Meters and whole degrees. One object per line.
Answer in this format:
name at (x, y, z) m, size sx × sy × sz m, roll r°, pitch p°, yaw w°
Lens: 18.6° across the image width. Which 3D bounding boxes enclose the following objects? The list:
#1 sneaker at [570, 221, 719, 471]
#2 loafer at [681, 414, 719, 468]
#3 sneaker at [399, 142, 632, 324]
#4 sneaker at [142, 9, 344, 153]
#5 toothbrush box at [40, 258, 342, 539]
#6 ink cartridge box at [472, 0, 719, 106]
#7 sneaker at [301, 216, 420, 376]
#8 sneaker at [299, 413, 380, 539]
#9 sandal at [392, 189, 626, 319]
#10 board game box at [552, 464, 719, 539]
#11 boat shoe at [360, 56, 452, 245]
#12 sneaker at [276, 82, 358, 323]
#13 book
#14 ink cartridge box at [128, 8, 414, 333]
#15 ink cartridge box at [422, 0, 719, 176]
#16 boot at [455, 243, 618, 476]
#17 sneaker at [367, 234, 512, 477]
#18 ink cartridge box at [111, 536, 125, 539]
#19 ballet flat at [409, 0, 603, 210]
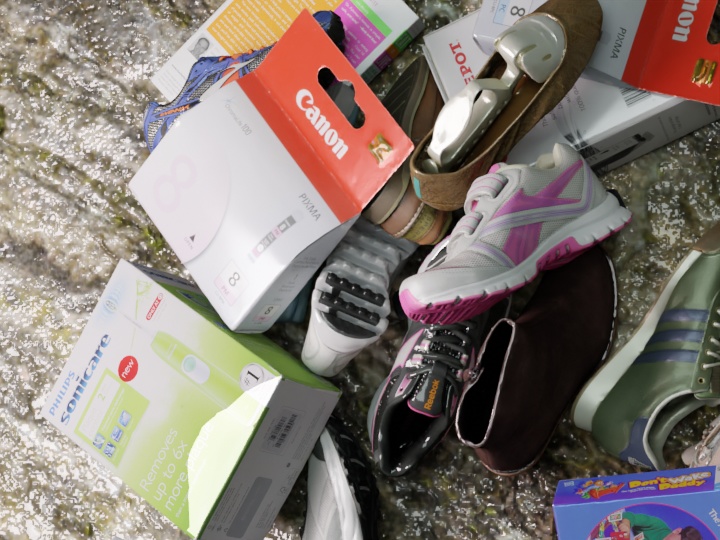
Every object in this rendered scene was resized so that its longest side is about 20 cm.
sneaker at (0.253, 0.065, 1.666) m, size 0.090 × 0.067 × 0.200 m, roll 41°, pitch 97°, yaw 31°
loafer at (0.255, 0.161, 1.648) m, size 0.063 × 0.072 × 0.201 m, roll 26°, pitch 88°, yaw 27°
sneaker at (0.101, -0.028, 1.607) m, size 0.199 × 0.081 × 0.089 m, roll -28°, pitch 86°, yaw -31°
sneaker at (-0.100, -0.152, 1.787) m, size 0.200 × 0.075 × 0.079 m, roll -35°, pitch 70°, yaw 8°
toothbrush box at (-0.135, 0.104, 1.727) m, size 0.200 × 0.086 × 0.146 m, roll 34°, pitch 99°, yaw 37°
ink cartridge box at (0.202, -0.224, 1.681) m, size 0.199 × 0.047 × 0.161 m, roll 15°, pitch 79°, yaw 21°
sneaker at (0.000, 0.000, 1.734) m, size 0.075 × 0.081 × 0.200 m, roll 27°, pitch 48°, yaw 0°
sneaker at (-0.023, 0.203, 1.714) m, size 0.079 × 0.074 × 0.201 m, roll -17°, pitch 73°, yaw 17°
sandal at (0.111, -0.021, 1.718) m, size 0.199 × 0.076 × 0.043 m, roll -27°, pitch 104°, yaw 15°
board game box at (0.222, 0.246, 1.593) m, size 0.134 × 0.045 × 0.201 m, roll -7°, pitch 107°, yaw 14°
boat shoe at (0.045, -0.090, 1.744) m, size 0.072 × 0.068 × 0.201 m, roll -47°, pitch 20°, yaw 38°
sneaker at (-0.037, -0.051, 1.785) m, size 0.082 × 0.074 × 0.201 m, roll 25°, pitch 93°, yaw -21°
book at (-0.061, -0.181, 1.835) m, size 0.200 × 0.048 × 0.134 m, roll -43°, pitch 71°, yaw 4°
ink cartridge box at (-0.073, -0.078, 1.687) m, size 0.163 × 0.057 × 0.200 m, roll 53°, pitch 121°, yaw 26°
ink cartridge box at (0.169, -0.153, 1.740) m, size 0.199 × 0.083 × 0.147 m, roll -25°, pitch 69°, yaw 9°
boot at (0.135, 0.056, 1.653) m, size 0.072 × 0.166 × 0.201 m, roll 18°, pitch 82°, yaw 19°
sneaker at (0.061, 0.074, 1.674) m, size 0.080 × 0.086 × 0.201 m, roll 16°, pitch 113°, yaw -2°
ink cartridge box at (-0.117, 0.286, 1.707) m, size 0.199 × 0.044 × 0.094 m, roll 18°, pitch 124°, yaw 19°
ballet flat at (0.103, -0.133, 1.627) m, size 0.200 × 0.072 × 0.068 m, roll -49°, pitch 62°, yaw 3°
